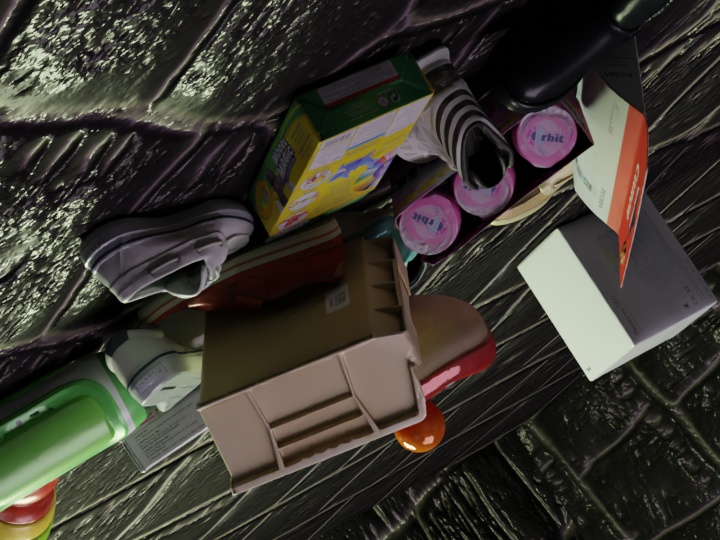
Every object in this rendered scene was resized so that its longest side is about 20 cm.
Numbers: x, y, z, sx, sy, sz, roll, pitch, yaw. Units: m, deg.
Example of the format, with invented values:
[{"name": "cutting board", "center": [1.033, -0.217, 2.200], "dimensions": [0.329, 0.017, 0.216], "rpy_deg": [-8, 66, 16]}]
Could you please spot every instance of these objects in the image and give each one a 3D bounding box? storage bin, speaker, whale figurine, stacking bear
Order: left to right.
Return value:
[{"name": "stacking bear", "center": [-0.354, 0.229, 1.653], "dimensions": [0.113, 0.122, 0.201], "rpy_deg": [-18, 153, -41]}, {"name": "speaker", "center": [-0.301, 0.155, 1.541], "dimensions": [0.199, 0.089, 0.089], "rpy_deg": [-30, 167, -13]}, {"name": "storage bin", "center": [-0.042, 0.075, 1.490], "dimensions": [0.196, 0.094, 0.201], "rpy_deg": [-21, -155, 8]}, {"name": "whale figurine", "center": [0.000, 0.000, 1.656], "dimensions": [0.199, 0.104, 0.159], "rpy_deg": [-19, 161, -38]}]

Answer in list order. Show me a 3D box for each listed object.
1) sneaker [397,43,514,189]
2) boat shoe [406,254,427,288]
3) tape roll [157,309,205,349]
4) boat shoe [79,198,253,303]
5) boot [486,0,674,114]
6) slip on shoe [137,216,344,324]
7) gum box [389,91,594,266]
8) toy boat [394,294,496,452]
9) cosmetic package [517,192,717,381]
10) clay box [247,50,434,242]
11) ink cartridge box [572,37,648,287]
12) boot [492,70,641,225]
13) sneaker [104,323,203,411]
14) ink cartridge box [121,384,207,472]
[{"name": "sneaker", "center": [0.074, -0.105, 1.436], "dimensions": [0.075, 0.116, 0.201], "rpy_deg": [-31, 167, -7]}, {"name": "boat shoe", "center": [0.076, -0.047, 1.765], "dimensions": [0.072, 0.062, 0.200], "rpy_deg": [-23, 164, -35]}, {"name": "tape roll", "center": [-0.188, 0.090, 1.690], "dimensions": [0.201, 0.037, 0.203], "rpy_deg": [-31, 167, -8]}, {"name": "boat shoe", "center": [-0.149, -0.007, 1.365], "dimensions": [0.073, 0.067, 0.199], "rpy_deg": [-41, 165, 34]}, {"name": "boot", "center": [0.208, -0.228, 1.395], "dimensions": [0.199, 0.077, 0.168], "rpy_deg": [-34, 173, -31]}, {"name": "slip on shoe", "center": [-0.105, 0.013, 1.480], "dimensions": [0.198, 0.062, 0.074], "rpy_deg": [-20, -168, 2]}, {"name": "gum box", "center": [0.115, -0.101, 1.549], "dimensions": [0.199, 0.066, 0.114], "rpy_deg": [-37, -160, 16]}, {"name": "toy boat", "center": [0.044, 0.116, 1.596], "dimensions": [0.199, 0.132, 0.130], "rpy_deg": [-32, -154, -14]}, {"name": "cosmetic package", "center": [0.371, 0.019, 2.401], "dimensions": [0.199, 0.201, 0.123], "rpy_deg": [-23, 165, -36]}, {"name": "clay box", "center": [-0.023, -0.097, 1.383], "dimensions": [0.114, 0.048, 0.200], "rpy_deg": [-25, 167, -26]}, {"name": "ink cartridge box", "center": [0.229, -0.111, 1.544], "dimensions": [0.047, 0.202, 0.161], "rpy_deg": [3, 139, 1]}, {"name": "boot", "center": [0.205, -0.135, 1.733], "dimensions": [0.199, 0.073, 0.156], "rpy_deg": [-33, 167, -9]}, {"name": "sneaker", "center": [-0.183, 0.081, 1.527], "dimensions": [0.073, 0.071, 0.200], "rpy_deg": [-39, 172, -2]}, {"name": "ink cartridge box", "center": [-0.150, 0.114, 1.699], "dimensions": [0.199, 0.044, 0.174], "rpy_deg": [-34, -168, 0]}]
